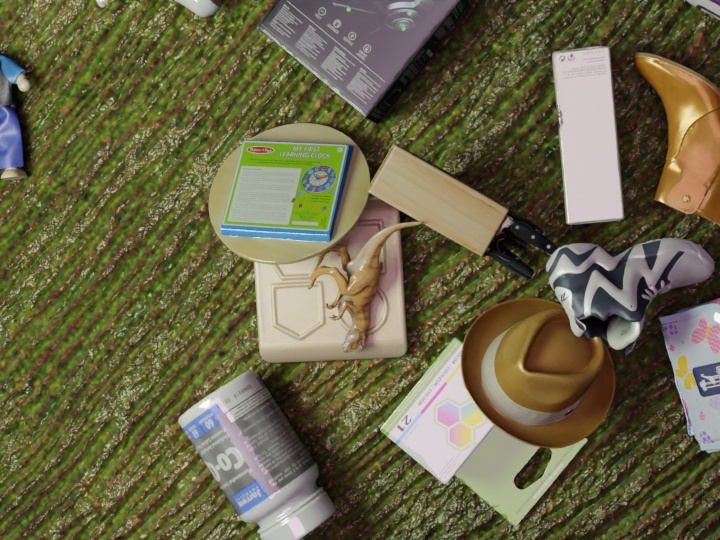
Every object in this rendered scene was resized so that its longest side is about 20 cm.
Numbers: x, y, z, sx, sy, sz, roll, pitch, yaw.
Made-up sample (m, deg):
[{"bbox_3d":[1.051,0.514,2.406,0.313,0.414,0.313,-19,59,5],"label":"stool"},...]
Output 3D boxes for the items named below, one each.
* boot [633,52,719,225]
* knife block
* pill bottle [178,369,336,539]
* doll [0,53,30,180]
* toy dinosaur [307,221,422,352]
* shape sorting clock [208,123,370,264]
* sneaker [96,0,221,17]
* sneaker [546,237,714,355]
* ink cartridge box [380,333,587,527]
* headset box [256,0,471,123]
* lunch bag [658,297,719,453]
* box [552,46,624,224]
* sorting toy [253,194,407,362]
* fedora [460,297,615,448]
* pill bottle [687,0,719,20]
[{"bbox_3d":[0.372,-0.147,1.562,0.201,0.071,0.144,31,94,2],"label":"boot"},{"bbox_3d":[0.127,-0.061,1.559,0.175,0.200,0.064,34,98,36],"label":"knife block"},{"bbox_3d":[-0.122,0.232,1.638,0.114,0.114,0.200,-34,86,9],"label":"pill bottle"},{"bbox_3d":[-0.478,-0.212,1.714,0.136,0.048,0.201,-7,91,9],"label":"doll"},{"bbox_3d":[0.000,0.000,1.603,0.106,0.060,0.201,18,120,2],"label":"toy dinosaur"},{"bbox_3d":[-0.085,-0.093,1.620,0.199,0.039,0.201,-6,62,12],"label":"shape sorting clock"},{"bbox_3d":[-0.268,-0.354,1.666,0.116,0.074,0.200,-46,75,10],"label":"sneaker"},{"bbox_3d":[0.317,0.036,1.534,0.198,0.080,0.130,2,59,-18],"label":"sneaker"},{"bbox_3d":[0.149,0.193,1.610,0.200,0.076,0.148,39,98,7],"label":"ink cartridge box"},{"bbox_3d":[0.010,-0.307,1.606,0.174,0.093,0.200,39,97,6],"label":"headset box"},{"bbox_3d":[0.455,0.107,1.533,0.199,0.127,0.170,-14,88,16],"label":"lunch bag"},{"bbox_3d":[0.265,-0.155,1.576,0.068,0.082,0.201,-5,90,9],"label":"box"},{"bbox_3d":[-0.038,0.011,1.659,0.184,0.036,0.201,-3,96,10],"label":"sorting toy"},{"bbox_3d":[0.215,0.103,1.545,0.200,0.082,0.201,9,59,-15],"label":"fedora"},{"bbox_3d":[0.435,-0.331,1.524,0.200,0.112,0.113,31,97,7],"label":"pill bottle"}]
